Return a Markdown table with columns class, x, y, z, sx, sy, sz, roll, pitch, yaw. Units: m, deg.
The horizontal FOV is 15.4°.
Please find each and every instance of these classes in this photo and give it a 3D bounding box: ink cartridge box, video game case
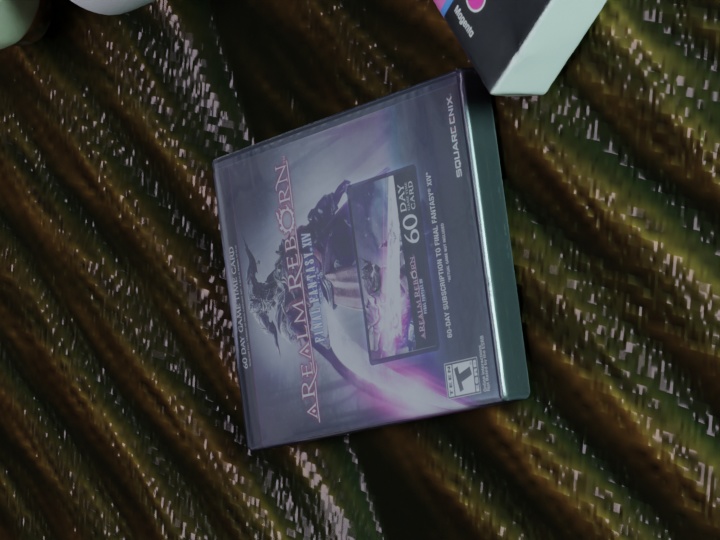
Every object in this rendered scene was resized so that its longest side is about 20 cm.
| class | x | y | z | sx | sy | sz | roll | pitch | yaw |
| --- | --- | --- | --- | --- | --- | --- | --- | --- | --- |
| ink cartridge box | 0.087 | -0.171 | 1.061 | 0.200 | 0.037 | 0.095 | -56 | 50 | 37 |
| video game case | 0.000 | 0.000 | 1.206 | 0.200 | 0.019 | 0.143 | -15 | 80 | 52 |

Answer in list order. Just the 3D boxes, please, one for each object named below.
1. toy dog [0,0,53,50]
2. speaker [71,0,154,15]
| class | x | y | z | sx | sy | sz | roll | pitch | yaw |
| --- | --- | --- | --- | --- | --- | --- | --- | --- | --- |
| toy dog | -0.220 | -0.209 | 1.418 | 0.194 | 0.140 | 0.200 | -5 | 86 | 17 |
| speaker | -0.073 | -0.178 | 1.240 | 0.200 | 0.081 | 0.081 | -16 | 80 | 54 |
